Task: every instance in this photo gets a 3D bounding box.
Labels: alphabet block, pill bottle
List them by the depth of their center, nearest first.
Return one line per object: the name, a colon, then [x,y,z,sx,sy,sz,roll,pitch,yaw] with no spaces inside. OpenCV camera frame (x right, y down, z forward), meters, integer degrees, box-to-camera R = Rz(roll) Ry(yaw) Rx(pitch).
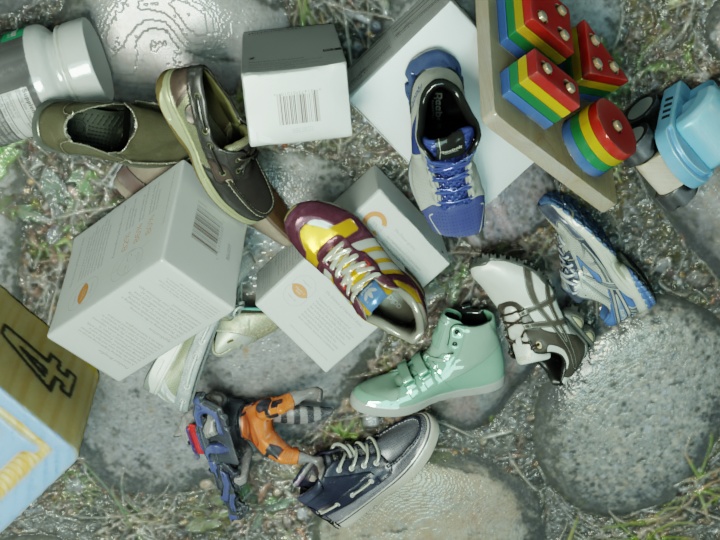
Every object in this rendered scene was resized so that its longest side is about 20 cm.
pill bottle: [-0.377,-0.199,1.415,0.198,0.113,0.114,-18,112,3]
alphabet block: [-0.443,0.165,1.512,0.195,0.200,0.196,-41,109,12]

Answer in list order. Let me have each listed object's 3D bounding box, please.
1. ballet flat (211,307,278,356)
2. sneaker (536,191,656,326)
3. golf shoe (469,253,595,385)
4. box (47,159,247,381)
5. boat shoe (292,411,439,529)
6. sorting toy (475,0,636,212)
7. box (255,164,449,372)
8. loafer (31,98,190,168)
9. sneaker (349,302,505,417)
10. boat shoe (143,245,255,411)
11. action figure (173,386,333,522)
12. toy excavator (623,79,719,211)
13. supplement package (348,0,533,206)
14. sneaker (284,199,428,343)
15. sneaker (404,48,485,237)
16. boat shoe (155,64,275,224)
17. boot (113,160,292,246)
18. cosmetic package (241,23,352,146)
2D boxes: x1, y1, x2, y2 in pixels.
ballet flat: [-0.188,0.077,1.563,0.197,0.067,0.063,1,77,3]
sneaker: [0.269,-0.006,1.560,0.085,0.077,0.200,-39,109,16]
golf shoe: [0.200,0.059,1.553,0.199,0.077,0.095,38,62,-20]
box: [-0.233,0.003,1.443,0.199,0.153,0.106,-30,128,33]
boat shoe: [0.004,0.240,1.630,0.092,0.075,0.200,33,108,-36]
sorting toy: [0.215,-0.197,1.380,0.198,0.202,0.069,31,133,-32]
box: [-0.012,-0.003,1.528,0.200,0.098,0.124,-41,109,13]
loafer: [-0.245,-0.143,1.384,0.198,0.069,0.076,-3,102,-33]
sneaker: [0.077,0.103,1.588,0.198,0.074,0.119,-13,119,-9]
boat shoe: [-0.175,0.065,1.499,0.064,0.074,0.203,33,93,-2]
action figure: [-0.135,0.212,1.614,0.191,0.105,0.202,4,124,11]
toy excavator: [0.406,-0.186,1.472,0.199,0.195,0.100,-29,114,38]
supplement package: [0.103,-0.187,1.454,0.156,0.111,0.200,-41,109,13]
sneaker: [0.000,0.000,1.428,0.199,0.090,0.075,37,106,-16]
sneaker: [0.086,-0.120,1.358,0.079,0.115,0.202,-9,113,3]
boat shoe: [-0.145,-0.132,1.397,0.064,0.074,0.201,-9,130,36]
boot: [-0.183,-0.077,1.509,0.145,0.070,0.201,-31,110,15]
cosmetic package: [-0.071,-0.201,1.389,0.111,0.200,0.082,-7,114,-4]
